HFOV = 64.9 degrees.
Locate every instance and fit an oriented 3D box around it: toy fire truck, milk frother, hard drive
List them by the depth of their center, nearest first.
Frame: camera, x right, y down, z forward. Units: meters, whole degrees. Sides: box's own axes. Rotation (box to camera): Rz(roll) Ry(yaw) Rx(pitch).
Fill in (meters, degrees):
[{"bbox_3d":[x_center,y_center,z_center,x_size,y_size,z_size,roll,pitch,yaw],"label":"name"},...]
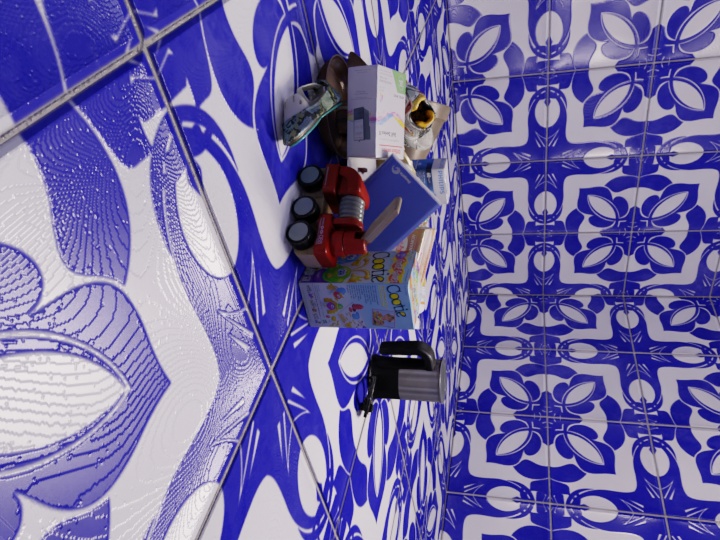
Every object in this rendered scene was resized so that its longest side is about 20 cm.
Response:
[{"bbox_3d":[-0.016,-0.102,0.967,0.129,0.198,0.178,61,33,-59],"label":"toy fire truck"},{"bbox_3d":[0.036,-0.105,1.077,0.132,0.200,0.025,43,22,-13],"label":"hard drive"},{"bbox_3d":[0.108,0.292,1.410,0.181,0.186,0.201,70,26,-48],"label":"milk frother"}]

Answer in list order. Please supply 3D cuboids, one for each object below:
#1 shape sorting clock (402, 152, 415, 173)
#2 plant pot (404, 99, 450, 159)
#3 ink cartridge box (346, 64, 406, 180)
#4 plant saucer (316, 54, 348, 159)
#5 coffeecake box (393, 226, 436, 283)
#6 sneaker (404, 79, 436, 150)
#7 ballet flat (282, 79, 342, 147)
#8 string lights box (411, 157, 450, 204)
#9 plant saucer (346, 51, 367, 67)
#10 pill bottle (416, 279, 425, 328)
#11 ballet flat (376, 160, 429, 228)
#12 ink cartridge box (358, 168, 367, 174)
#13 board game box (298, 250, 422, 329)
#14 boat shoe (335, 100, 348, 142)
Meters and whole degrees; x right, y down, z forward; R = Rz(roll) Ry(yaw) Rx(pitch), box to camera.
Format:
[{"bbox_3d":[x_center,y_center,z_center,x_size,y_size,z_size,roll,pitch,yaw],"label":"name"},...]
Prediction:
[{"bbox_3d":[0.060,-0.285,1.307,0.039,0.200,0.200,-45,152,-7],"label":"shape sorting clock"},{"bbox_3d":[0.127,-0.374,1.522,0.200,0.198,0.175,-31,136,-71],"label":"plant pot"},{"bbox_3d":[0.031,-0.269,1.058,0.117,0.067,0.202,-16,110,-58],"label":"ink cartridge box"},{"bbox_3d":[-0.051,-0.327,1.142,0.200,0.034,0.203,0,90,-73],"label":"plant saucer"},{"bbox_3d":[0.111,-0.029,1.299,0.200,0.072,0.155,-16,121,-75],"label":"coffeecake box"},{"bbox_3d":[0.115,-0.305,1.169,0.078,0.082,0.200,-50,152,-1],"label":"sneaker"},{"bbox_3d":[-0.094,-0.273,0.958,0.200,0.073,0.075,-62,148,-53],"label":"ballet flat"},{"bbox_3d":[0.123,-0.223,1.439,0.059,0.198,0.103,-70,155,-49],"label":"string lights box"},{"bbox_3d":[0.023,-0.383,1.245,0.201,0.035,0.200,53,2,-2],"label":"plant saucer"},{"bbox_3d":[0.129,0.064,1.616,0.111,0.110,0.202,19,72,-73],"label":"pill bottle"},{"bbox_3d":[0.089,-0.175,1.140,0.070,0.065,0.201,0,50,-49],"label":"ballet flat"},{"bbox_3d":[0.037,-0.173,1.234,0.147,0.083,0.200,45,25,-2],"label":"ink cartridge box"},{"bbox_3d":[0.004,0.034,1.035,0.103,0.198,0.106,-68,153,-52],"label":"board game box"},{"bbox_3d":[0.000,-0.269,1.149,0.200,0.071,0.068,28,69,-64],"label":"boat shoe"}]
